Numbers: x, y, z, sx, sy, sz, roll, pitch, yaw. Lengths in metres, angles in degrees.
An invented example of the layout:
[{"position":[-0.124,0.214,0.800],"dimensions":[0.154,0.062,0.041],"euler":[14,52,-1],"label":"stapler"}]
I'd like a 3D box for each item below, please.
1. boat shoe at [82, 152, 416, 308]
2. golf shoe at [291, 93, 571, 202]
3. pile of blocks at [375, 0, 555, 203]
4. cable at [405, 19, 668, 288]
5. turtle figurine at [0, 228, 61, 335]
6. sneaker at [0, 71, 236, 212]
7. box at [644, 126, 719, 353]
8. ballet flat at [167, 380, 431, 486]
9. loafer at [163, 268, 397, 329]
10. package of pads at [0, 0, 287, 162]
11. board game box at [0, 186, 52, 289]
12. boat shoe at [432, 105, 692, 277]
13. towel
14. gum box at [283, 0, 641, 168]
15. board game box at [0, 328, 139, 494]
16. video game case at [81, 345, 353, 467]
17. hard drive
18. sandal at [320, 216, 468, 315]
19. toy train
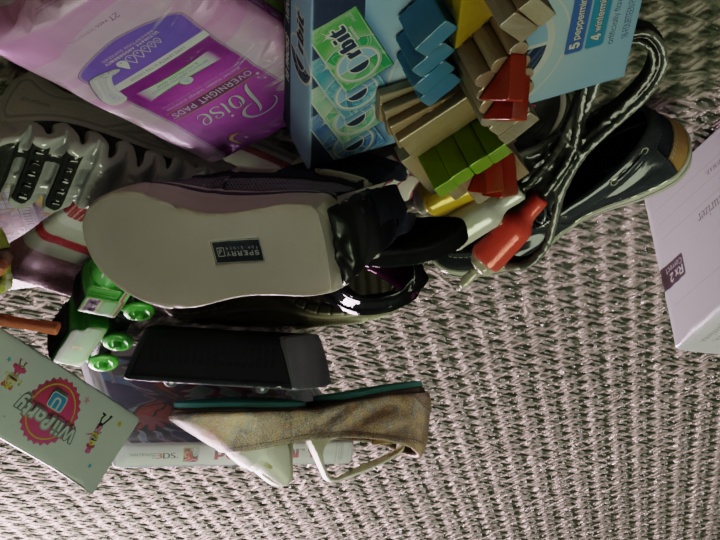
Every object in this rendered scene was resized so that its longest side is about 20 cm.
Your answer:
[{"position":[-0.061,-0.026,0.983],"dimensions":[0.198,0.075,0.093],"euler":[5,-156,35],"label":"boat shoe"},{"position":[0.035,-0.090,1.093],"dimensions":[0.198,0.078,0.088],"euler":[-18,138,7],"label":"golf shoe"},{"position":[0.056,-0.088,0.888],"dimensions":[0.081,0.062,0.201],"euler":[-20,147,-11],"label":"pile of blocks"},{"position":[0.118,-0.061,1.042],"dimensions":[0.199,0.051,0.097],"euler":[-37,112,25],"label":"cable"},{"position":[-0.256,-0.049,1.019],"dimensions":[0.064,0.199,0.162],"euler":[-48,162,-18],"label":"turtle figurine"},{"position":[-0.130,-0.066,1.044],"dimensions":[0.198,0.082,0.075],"euler":[19,134,-24],"label":"sneaker"},{"position":[0.339,-0.036,1.199],"dimensions":[0.198,0.132,0.199],"euler":[4,152,-24],"label":"box"},{"position":[-0.039,0.120,1.227],"dimensions":[0.198,0.068,0.068],"euler":[-3,178,-17],"label":"ballet flat"},{"position":[-0.048,0.005,1.252],"dimensions":[0.198,0.077,0.068],"euler":[-2,171,19],"label":"loafer"},{"position":[-0.105,-0.137,0.932],"dimensions":[0.120,0.076,0.199],"euler":[-24,151,27],"label":"package of pads"},{"position":[-0.233,-0.040,1.163],"dimensions":[0.104,0.024,0.200],"euler":[-9,154,-3],"label":"board game box"},{"position":[0.128,-0.058,1.170],"dimensions":[0.199,0.075,0.062],"euler":[-25,145,22],"label":"boat shoe"},{"position":[-0.136,-0.037,1.164],"dimensions":[0.199,0.023,0.143],"euler":[-33,148,28],"label":"towel"},{"position":[0.058,-0.148,0.904],"dimensions":[0.198,0.045,0.171],"euler":[-16,146,-15],"label":"gum box"},{"position":[-0.265,0.062,1.161],"dimensions":[0.199,0.065,0.147],"euler":[26,169,42],"label":"board game box"},{"position":[-0.117,0.102,1.335],"dimensions":[0.180,0.200,0.023],"euler":[1,109,-17],"label":"video game case"},{"position":[-0.091,0.064,1.251],"dimensions":[0.133,0.043,0.200],"euler":[3,178,6],"label":"hard drive"},{"position":[0.000,0.000,1.044],"dimensions":[0.075,0.048,0.200],"euler":[-23,-170,-35],"label":"sandal"},{"position":[-0.163,0.008,1.168],"dimensions":[0.056,0.042,0.200],"euler":[12,142,-24],"label":"toy train"}]
